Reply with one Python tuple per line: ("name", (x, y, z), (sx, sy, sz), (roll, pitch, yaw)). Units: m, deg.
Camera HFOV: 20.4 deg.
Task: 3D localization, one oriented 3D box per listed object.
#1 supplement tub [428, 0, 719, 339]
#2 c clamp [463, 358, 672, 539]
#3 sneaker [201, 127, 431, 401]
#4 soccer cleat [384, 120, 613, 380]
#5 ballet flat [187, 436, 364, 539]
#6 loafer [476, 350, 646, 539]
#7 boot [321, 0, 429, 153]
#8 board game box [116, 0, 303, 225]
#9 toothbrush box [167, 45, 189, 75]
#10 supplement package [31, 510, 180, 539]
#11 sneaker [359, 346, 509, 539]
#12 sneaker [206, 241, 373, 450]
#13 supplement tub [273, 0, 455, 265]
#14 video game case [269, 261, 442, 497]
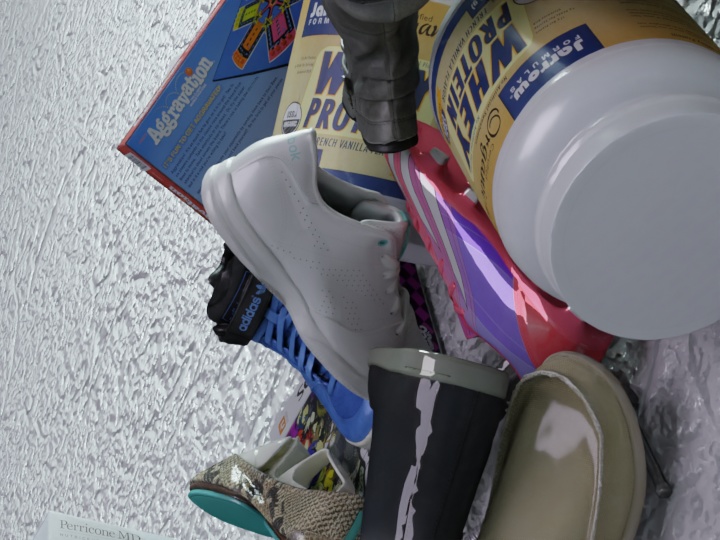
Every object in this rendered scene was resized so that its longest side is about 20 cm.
("supplement tub", (0.124, -0.068, 1.010), (0.145, 0.144, 0.200), (-65, 24, 23))
("c clamp", (0.079, 0.114, 1.108), (0.200, 0.027, 0.171), (-45, 32, 27))
("sneaker", (0.000, 0.000, 1.150), (0.088, 0.200, 0.075), (-29, 34, 20))
("soccer cleat", (0.063, -0.008, 1.109), (0.200, 0.067, 0.077), (50, 119, 31))
("ballet flat", (-0.045, 0.147, 1.297), (0.075, 0.068, 0.200), (-56, 26, -10))
("loafer", (0.092, 0.141, 1.006), (0.076, 0.068, 0.200), (7, 93, 42))
("boot", (0.016, -0.121, 1.057), (0.200, 0.068, 0.131), (-107, 8, -70))
("board game box", (-0.065, -0.127, 1.309), (0.200, 0.103, 0.019), (-57, 19, -20))
("toothbrush box", (-0.045, -0.122, 1.440), (0.200, 0.145, 0.086), (-20, 58, 62))
("supplement package", (-0.149, 0.300, 1.357), (0.147, 0.191, 0.200), (-57, 29, 35))
("sneaker", (0.027, 0.101, 1.072), (0.200, 0.075, 0.106), (99, -173, -84))
("sneaker", (-0.042, 0.041, 1.281), (0.077, 0.111, 0.200), (-62, 26, 22))
("supplement tub", (0.025, -0.114, 1.251), (0.144, 0.144, 0.200), (-2, 74, 67))
("video game case", (0.002, 0.116, 1.321), (0.181, 0.036, 0.200), (-60, 27, 32))
